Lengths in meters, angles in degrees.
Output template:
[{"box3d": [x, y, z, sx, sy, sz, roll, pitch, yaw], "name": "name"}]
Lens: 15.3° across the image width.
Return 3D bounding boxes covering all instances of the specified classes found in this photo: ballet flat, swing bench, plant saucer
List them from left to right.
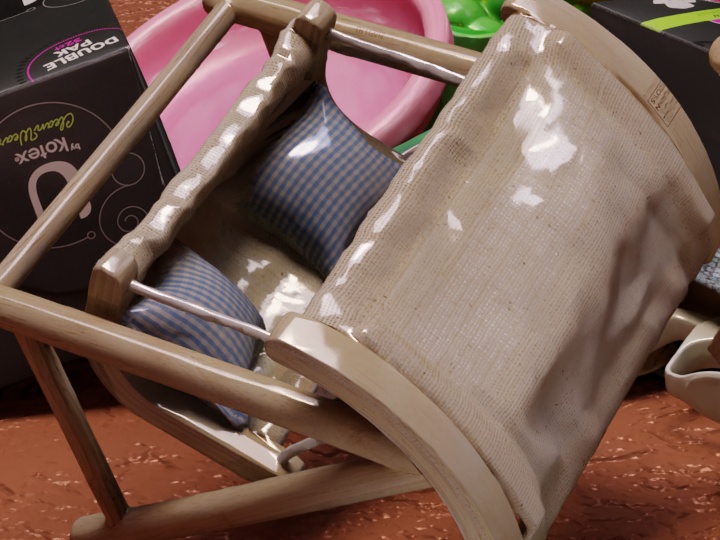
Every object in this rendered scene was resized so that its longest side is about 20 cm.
[{"box3d": [-0.046, -0.078, 1.326, 0.200, 0.051, 0.201, -15, 37, 12], "name": "plant saucer"}, {"box3d": [0.000, 0.000, 0.968, 0.199, 0.130, 0.199, 3, 41, 32], "name": "swing bench"}, {"box3d": [0.141, 0.026, 1.130, 0.074, 0.075, 0.200, -14, 24, -35], "name": "ballet flat"}]

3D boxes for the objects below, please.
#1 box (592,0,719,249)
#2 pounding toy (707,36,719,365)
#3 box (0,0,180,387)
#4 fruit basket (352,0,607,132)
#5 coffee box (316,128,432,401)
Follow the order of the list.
[{"box3d": [0.224, -0.061, 1.260, 0.199, 0.125, 0.148, -9, 23, -29], "name": "box"}, {"box3d": [0.214, -0.018, 0.987, 0.200, 0.184, 0.142, -28, 69, -28], "name": "pounding toy"}, {"box3d": [-0.160, -0.048, 1.166, 0.148, 0.125, 0.200, -21, 25, -4], "name": "box"}, {"box3d": [0.085, -0.163, 1.433, 0.155, 0.217, 0.215, 19, 27, 38], "name": "fruit basket"}, {"box3d": [0.038, -0.017, 1.163, 0.199, 0.044, 0.123, -28, 27, -8], "name": "coffee box"}]
